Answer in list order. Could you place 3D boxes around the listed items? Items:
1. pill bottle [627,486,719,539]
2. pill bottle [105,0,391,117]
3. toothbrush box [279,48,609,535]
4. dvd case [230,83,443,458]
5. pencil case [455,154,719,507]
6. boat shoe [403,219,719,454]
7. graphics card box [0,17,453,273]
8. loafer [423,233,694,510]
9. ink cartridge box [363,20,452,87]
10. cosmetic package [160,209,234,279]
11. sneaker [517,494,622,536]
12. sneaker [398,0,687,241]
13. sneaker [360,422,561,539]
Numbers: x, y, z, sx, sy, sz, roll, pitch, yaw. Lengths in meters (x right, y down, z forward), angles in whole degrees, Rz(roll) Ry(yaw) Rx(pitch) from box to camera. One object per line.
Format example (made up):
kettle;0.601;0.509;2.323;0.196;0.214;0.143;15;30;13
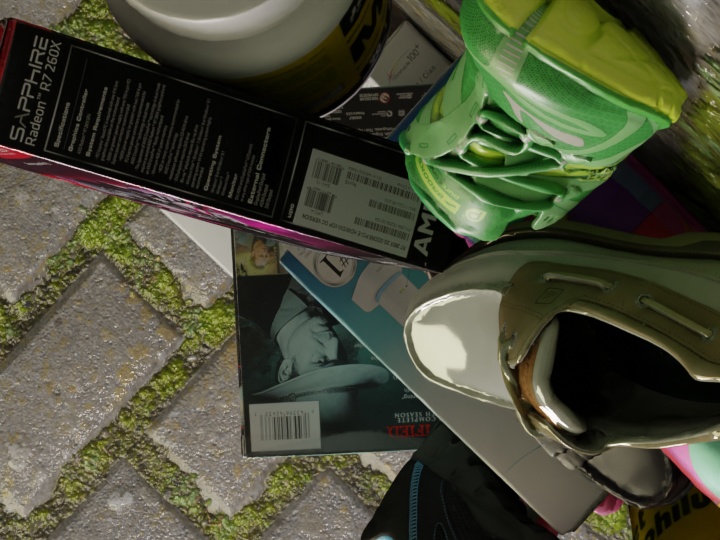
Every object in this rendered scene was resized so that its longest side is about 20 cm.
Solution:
pill bottle;0.196;0.139;0.833;0.109;0.109;0.201;42;-154;-22
pill bottle;-0.048;-0.129;0.663;0.114;0.114;0.200;43;-179;5
toothbrush box;0.082;0.013;0.819;0.200;0.147;0.085;42;-178;14
dvd case;0.000;0.000;0.892;0.022;0.144;0.203;13;-107;-88
pencil case;0.127;0.013;0.676;0.200;0.088;0.088;43;-179;5
boat shoe;0.082;0.027;0.607;0.199;0.068;0.075;-8;115;48
graphics card box;-0.069;-0.049;0.662;0.198;0.052;0.125;15;178;-25
loafer;0.075;0.030;0.736;0.201;0.072;0.063;54;-149;14
ink cartridge box;0.014;-0.125;0.999;0.176;0.045;0.200;43;180;-2
cosmetic package;-0.019;-0.061;1.137;0.199;0.123;0.200;43;-152;-1
sneaker;0.108;0.107;0.962;0.095;0.080;0.199;26;-158;29
sneaker;0.057;-0.047;0.536;0.074;0.084;0.200;43;180;11
sneaker;0.072;0.160;0.799;0.073;0.082;0.200;43;180;-35
